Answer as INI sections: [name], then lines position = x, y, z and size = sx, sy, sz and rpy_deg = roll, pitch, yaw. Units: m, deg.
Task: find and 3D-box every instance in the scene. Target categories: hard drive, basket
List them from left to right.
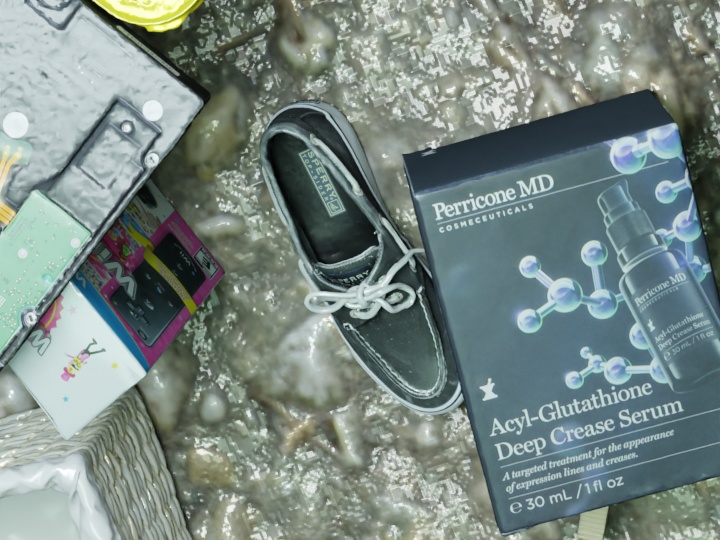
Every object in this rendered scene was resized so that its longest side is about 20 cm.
[hard drive]
position = -0.188, -0.052, 1.350
size = 0.139, 0.038, 0.200
rpy_deg = 37, 101, -3
[basket]
position = -0.199, 0.196, 1.570
size = 0.197, 0.161, 0.201
rpy_deg = -15, 102, 15

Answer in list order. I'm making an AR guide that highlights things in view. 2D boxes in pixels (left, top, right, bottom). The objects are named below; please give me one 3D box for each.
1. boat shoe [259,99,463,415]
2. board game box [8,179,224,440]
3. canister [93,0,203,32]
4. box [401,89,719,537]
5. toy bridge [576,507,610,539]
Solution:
[boat shoe]
position = 0.002, -0.001, 1.520
size = 0.073, 0.068, 0.200
rpy_deg = -20, 102, 16
[board game box]
position = -0.160, -0.010, 1.480
size = 0.064, 0.200, 0.148
rpy_deg = -37, 97, 18
[canister]
position = -0.121, -0.204, 1.411
size = 0.148, 0.200, 0.087
rpy_deg = 40, 102, -3
[box]
position = 0.119, 0.021, 1.469
size = 0.147, 0.107, 0.201
rpy_deg = -15, 103, 2
[toy bridge]
position = 0.221, 0.139, 1.541
size = 0.199, 0.027, 0.068
rpy_deg = 11, 106, 8
